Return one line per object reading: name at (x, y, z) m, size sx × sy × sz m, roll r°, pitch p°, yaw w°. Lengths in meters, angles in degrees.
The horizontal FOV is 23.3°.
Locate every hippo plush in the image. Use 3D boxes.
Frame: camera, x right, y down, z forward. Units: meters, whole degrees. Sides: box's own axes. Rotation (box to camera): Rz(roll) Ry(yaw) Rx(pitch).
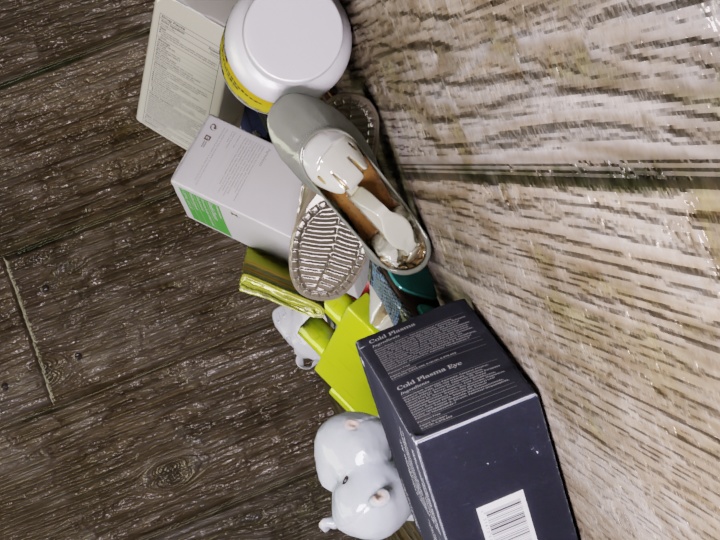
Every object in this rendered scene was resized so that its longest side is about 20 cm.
hippo plush at (0.026, 0.203, 1.642) m, size 0.159 × 0.160 × 0.201 m, roll -39°, pitch 67°, yaw 52°

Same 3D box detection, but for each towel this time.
towel at (-0.076, 0.008, 1.710) m, size 0.200 × 0.086 × 0.018 m, roll -99°, pitch 33°, yaw -79°

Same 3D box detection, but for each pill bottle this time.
pill bottle at (-0.067, -0.200, 1.551) m, size 0.200 × 0.112 × 0.113 m, roll -177°, pitch 66°, yaw -83°

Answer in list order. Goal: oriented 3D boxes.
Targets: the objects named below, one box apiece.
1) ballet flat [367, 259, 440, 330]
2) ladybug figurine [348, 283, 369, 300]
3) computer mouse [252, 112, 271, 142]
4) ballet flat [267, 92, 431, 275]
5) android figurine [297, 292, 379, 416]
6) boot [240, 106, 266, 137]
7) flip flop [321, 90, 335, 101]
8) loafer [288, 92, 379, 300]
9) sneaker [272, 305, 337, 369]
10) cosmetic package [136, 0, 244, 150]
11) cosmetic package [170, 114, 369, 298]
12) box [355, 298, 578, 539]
ballet flat at (0.041, 0.045, 1.567) m, size 0.200 × 0.074 × 0.075 m, roll -116°, pitch 7°, yaw -46°
ladybug figurine at (0.000, 0.000, 1.827) m, size 0.136 × 0.072 × 0.201 m, roll -160°, pitch 50°, yaw -83°
computer mouse at (-0.088, -0.166, 1.859) m, size 0.139 × 0.052 × 0.201 m, roll 53°, pitch -153°, yaw -52°
ballet flat at (-0.003, -0.074, 1.500) m, size 0.200 × 0.067 × 0.064 m, roll 50°, pitch 174°, yaw -29°
android figurine at (0.024, 0.103, 1.772) m, size 0.200 × 0.041 × 0.182 m, roll 42°, pitch 141°, yaw 14°
boot at (-0.075, -0.116, 2.019) m, size 0.073 × 0.090 × 0.201 m, roll 83°, pitch 165°, yaw -67°
flip flop at (-0.043, -0.158, 1.782) m, size 0.200 × 0.057 × 0.082 m, roll -66°, pitch -35°, yaw -76°
loafer at (-0.018, -0.069, 1.599) m, size 0.068 × 0.075 × 0.201 m, roll -75°, pitch -1°, yaw -71°
sneaker at (-0.046, 0.012, 1.935) m, size 0.115 × 0.075 × 0.201 m, roll -18°, pitch 77°, yaw 44°
cosmetic package at (-0.173, -0.226, 1.884) m, size 0.105 × 0.071 × 0.200 m, roll 32°, pitch 140°, yaw 9°
cosmetic package at (-0.073, -0.063, 1.708) m, size 0.199 × 0.085 × 0.108 m, roll 26°, pitch 165°, yaw 14°
box at (0.090, 0.157, 1.404) m, size 0.182 × 0.104 × 0.201 m, roll -125°, pitch 15°, yaw -62°
